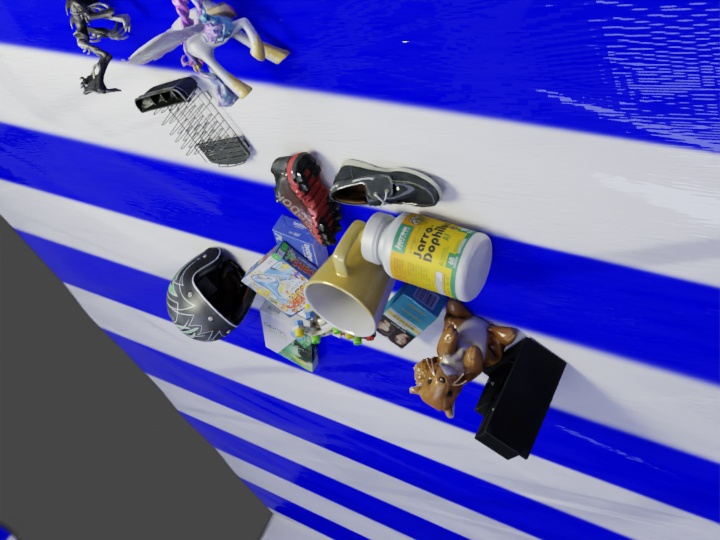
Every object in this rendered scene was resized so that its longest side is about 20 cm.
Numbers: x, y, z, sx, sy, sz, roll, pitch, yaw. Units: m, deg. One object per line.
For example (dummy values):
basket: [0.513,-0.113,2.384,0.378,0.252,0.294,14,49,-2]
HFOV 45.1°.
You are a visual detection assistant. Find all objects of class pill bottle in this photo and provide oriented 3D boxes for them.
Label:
pill bottle: [0.105,-0.030,1.412,0.197,0.114,0.114,19,150,27]

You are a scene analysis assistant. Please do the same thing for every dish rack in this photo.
dish rack: [-0.293,-0.254,1.551,0.152,0.055,0.201,2,139,47]

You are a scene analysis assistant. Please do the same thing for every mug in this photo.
mug: [0.005,0.007,1.535,0.149,0.154,0.186,37,152,-6]

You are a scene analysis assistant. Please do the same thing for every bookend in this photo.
bookend: [0.265,0.255,1.597,0.091,0.201,0.200,31,154,-2]

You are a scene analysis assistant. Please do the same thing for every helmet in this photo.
helmet: [-0.347,0.065,1.966,0.197,0.192,0.201,26,153,15]

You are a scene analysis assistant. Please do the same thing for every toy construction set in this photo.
toy construction set: [-0.044,0.111,1.770,0.129,0.094,0.199,-17,169,18]

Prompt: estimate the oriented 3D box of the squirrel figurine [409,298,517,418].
squirrel figurine: [0.171,0.184,1.600,0.140,0.188,0.201,30,153,5]

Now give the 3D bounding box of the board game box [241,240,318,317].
board game box: [-0.149,0.022,1.753,0.135,0.035,0.199,37,151,-12]

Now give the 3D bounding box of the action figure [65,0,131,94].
action figure: [-0.427,-0.394,1.423,0.119,0.100,0.204,-145,50,-72]

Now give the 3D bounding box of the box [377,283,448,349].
box: [0.091,0.083,1.675,0.082,0.050,0.200,35,152,-1]

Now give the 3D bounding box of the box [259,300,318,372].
box: [-0.170,0.160,2.097,0.143,0.037,0.201,27,153,15]

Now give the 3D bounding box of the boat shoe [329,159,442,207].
boat shoe: [0.039,-0.124,1.386,0.197,0.068,0.072,13,145,32]

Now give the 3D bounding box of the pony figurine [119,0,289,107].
pony figurine: [-0.232,-0.340,1.276,0.192,0.167,0.200,-34,110,26]

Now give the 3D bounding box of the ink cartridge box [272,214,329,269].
ink cartridge box: [-0.110,-0.021,1.734,0.093,0.045,0.201,21,149,20]

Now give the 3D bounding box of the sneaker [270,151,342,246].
sneaker: [-0.098,-0.126,1.526,0.097,0.071,0.202,11,143,35]
